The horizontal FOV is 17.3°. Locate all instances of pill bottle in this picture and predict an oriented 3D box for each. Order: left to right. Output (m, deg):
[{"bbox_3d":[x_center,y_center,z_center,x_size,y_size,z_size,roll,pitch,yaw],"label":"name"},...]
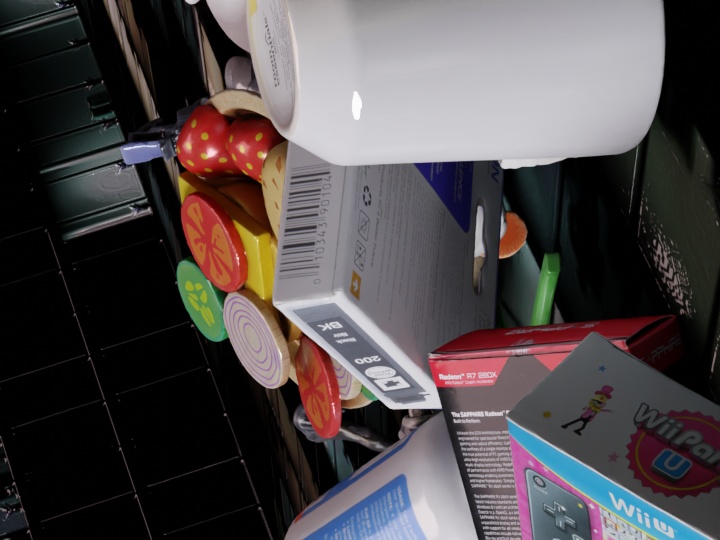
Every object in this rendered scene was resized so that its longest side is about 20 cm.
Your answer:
[{"bbox_3d":[0.052,0.145,1.366,0.200,0.112,0.113,-38,65,43],"label":"pill bottle"}]

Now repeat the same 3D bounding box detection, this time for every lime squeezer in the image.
[{"bbox_3d":[0.092,0.041,1.393,0.200,0.038,0.071,127,125,-80],"label":"lime squeezer"}]

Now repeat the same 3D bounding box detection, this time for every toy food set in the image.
[{"bbox_3d":[-0.043,-0.005,1.325,0.200,0.049,0.199,36,142,43],"label":"toy food set"}]

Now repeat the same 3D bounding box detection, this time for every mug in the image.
[{"bbox_3d":[0.027,-0.123,1.041,0.187,0.153,0.150,-116,20,-44],"label":"mug"}]

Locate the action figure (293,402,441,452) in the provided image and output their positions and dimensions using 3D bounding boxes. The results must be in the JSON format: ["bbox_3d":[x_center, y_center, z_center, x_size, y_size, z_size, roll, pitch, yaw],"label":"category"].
[{"bbox_3d":[0.064,0.101,1.479,0.199,0.102,0.119,23,109,27],"label":"action figure"}]

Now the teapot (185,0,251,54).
[{"bbox_3d":[-0.040,-0.194,1.403,0.200,0.146,0.198,-135,29,-73],"label":"teapot"}]

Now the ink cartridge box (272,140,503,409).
[{"bbox_3d":[0.020,-0.037,1.209,0.200,0.043,0.199,44,-135,-56],"label":"ink cartridge box"}]

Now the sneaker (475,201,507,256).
[{"bbox_3d":[0.000,0.000,1.385,0.075,0.087,0.200,56,138,13],"label":"sneaker"}]

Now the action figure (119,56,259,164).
[{"bbox_3d":[-0.070,-0.141,1.520,0.105,0.199,0.194,72,-177,-55],"label":"action figure"}]

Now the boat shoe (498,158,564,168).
[{"bbox_3d":[0.056,-0.132,1.170,0.071,0.070,0.201,89,161,-61],"label":"boat shoe"}]

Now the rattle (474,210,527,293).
[{"bbox_3d":[0.013,-0.024,1.449,0.200,0.142,0.131,-120,32,-77],"label":"rattle"}]

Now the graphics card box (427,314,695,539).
[{"bbox_3d":[0.117,0.123,1.163,0.125,0.051,0.201,-7,103,41],"label":"graphics card box"}]

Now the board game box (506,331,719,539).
[{"bbox_3d":[0.142,0.141,1.020,0.147,0.064,0.200,30,146,33],"label":"board game box"}]
